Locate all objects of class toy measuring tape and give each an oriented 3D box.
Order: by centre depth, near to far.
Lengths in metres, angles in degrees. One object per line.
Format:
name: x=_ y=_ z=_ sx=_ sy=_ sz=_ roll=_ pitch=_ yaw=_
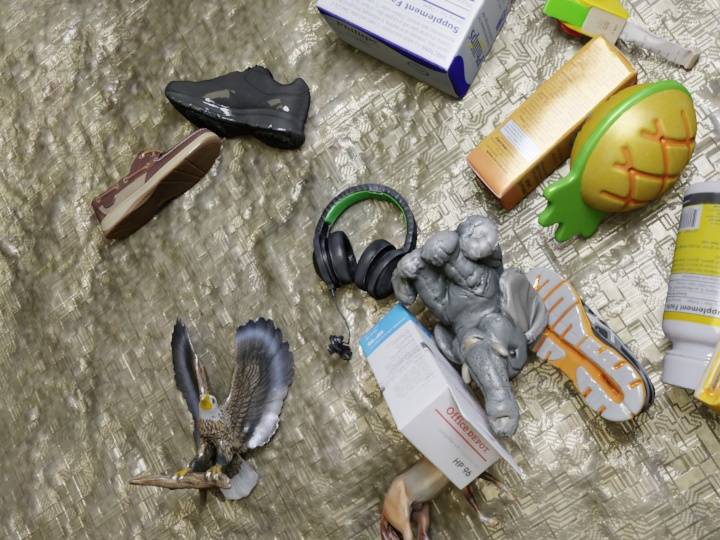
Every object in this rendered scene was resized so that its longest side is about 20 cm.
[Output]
toy measuring tape: x=0.285 y=-0.287 z=0.913 sx=0.196 sy=0.074 sz=0.075 roll=22 pitch=90 yaw=1

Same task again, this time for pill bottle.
pill bottle: x=0.366 y=0.022 z=0.818 sx=0.112 sy=0.114 sz=0.205 roll=10 pitch=87 yaw=17

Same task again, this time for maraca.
maraca: x=0.269 y=-0.111 z=0.859 sx=0.200 sy=0.136 sz=0.108 roll=-46 pitch=45 yaw=13

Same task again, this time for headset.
headset: x=0.000 y=0.000 z=0.966 sx=0.121 sy=0.094 sz=0.204 roll=10 pitch=71 yaw=21

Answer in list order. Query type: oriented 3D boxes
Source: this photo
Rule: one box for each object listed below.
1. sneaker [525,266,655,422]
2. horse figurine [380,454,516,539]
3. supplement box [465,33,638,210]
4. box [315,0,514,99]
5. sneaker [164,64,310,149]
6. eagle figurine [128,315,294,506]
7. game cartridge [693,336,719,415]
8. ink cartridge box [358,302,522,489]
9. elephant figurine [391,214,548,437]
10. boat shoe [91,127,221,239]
sneaker: x=0.237 y=0.079 z=0.875 sx=0.079 sy=0.076 sz=0.202 roll=-49 pitch=54 yaw=25
horse figurine: x=0.082 y=0.251 z=0.907 sx=0.201 sy=0.050 sz=0.133 roll=-49 pitch=61 yaw=13
supplement box: x=0.213 y=-0.162 z=0.909 sx=0.200 sy=0.066 sz=0.069 roll=-44 pitch=69 yaw=8
box: x=0.080 y=-0.339 z=0.952 sx=0.182 sy=0.105 sz=0.203 roll=30 pitch=92 yaw=17
sneaker: x=-0.151 y=-0.215 z=1.033 sx=0.196 sy=0.076 sz=0.093 roll=15 pitch=78 yaw=11
eagle figurine: x=-0.168 y=0.164 z=0.974 sx=0.149 sy=0.151 sz=0.203 roll=23 pitch=53 yaw=-21
game cartridge: x=0.408 y=0.077 z=0.765 sx=0.032 sy=0.198 sz=0.179 roll=22 pitch=84 yaw=59
ink cartridge box: x=0.077 y=0.136 z=0.837 sx=0.068 sy=0.116 sz=0.201 roll=-40 pitch=30 yaw=7
elephant figurine: x=0.126 y=0.057 z=0.854 sx=0.153 sy=0.142 sz=0.202 roll=-28 pitch=82 yaw=-22
boat shoe: x=-0.267 y=-0.125 z=1.051 sx=0.199 sy=0.072 sz=0.073 roll=-38 pitch=76 yaw=16
